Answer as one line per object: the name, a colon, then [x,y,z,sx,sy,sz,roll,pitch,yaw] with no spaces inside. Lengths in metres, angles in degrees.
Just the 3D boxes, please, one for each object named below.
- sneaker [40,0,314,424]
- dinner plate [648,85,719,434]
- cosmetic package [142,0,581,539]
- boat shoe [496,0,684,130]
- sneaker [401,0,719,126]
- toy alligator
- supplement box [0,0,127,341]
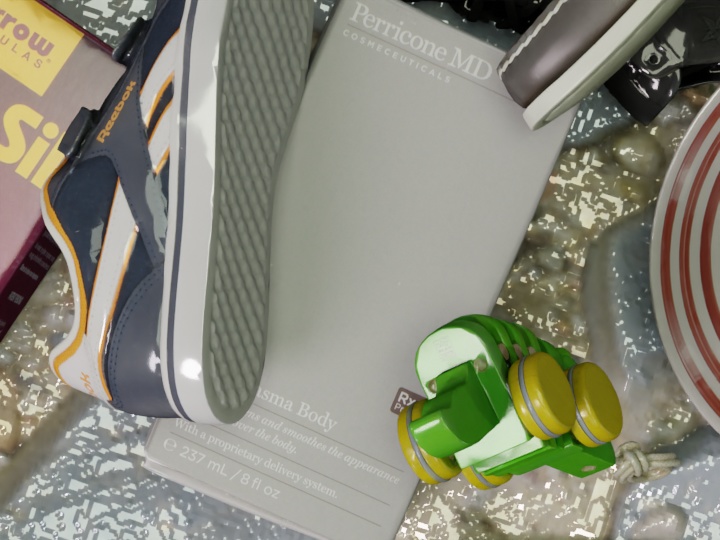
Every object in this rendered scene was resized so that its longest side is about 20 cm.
sneaker: [-0.070,-0.047,0.844,0.079,0.078,0.202,3,78,25]
dinner plate: [0.211,-0.009,0.928,0.198,0.024,0.202,-2,104,-6]
cosmetic package: [0.000,0.000,0.908,0.106,0.090,0.201,22,89,-4]
boat shoe: [0.115,-0.140,0.845,0.061,0.072,0.201,43,95,3]
sneaker: [0.099,-0.105,0.930,0.198,0.060,0.105,-15,84,-7]
toy alligator: [0.066,0.048,0.871,0.059,0.200,0.055,-24,72,26]
supplement box: [-0.178,-0.020,0.903,0.110,0.086,0.201,33,86,1]
